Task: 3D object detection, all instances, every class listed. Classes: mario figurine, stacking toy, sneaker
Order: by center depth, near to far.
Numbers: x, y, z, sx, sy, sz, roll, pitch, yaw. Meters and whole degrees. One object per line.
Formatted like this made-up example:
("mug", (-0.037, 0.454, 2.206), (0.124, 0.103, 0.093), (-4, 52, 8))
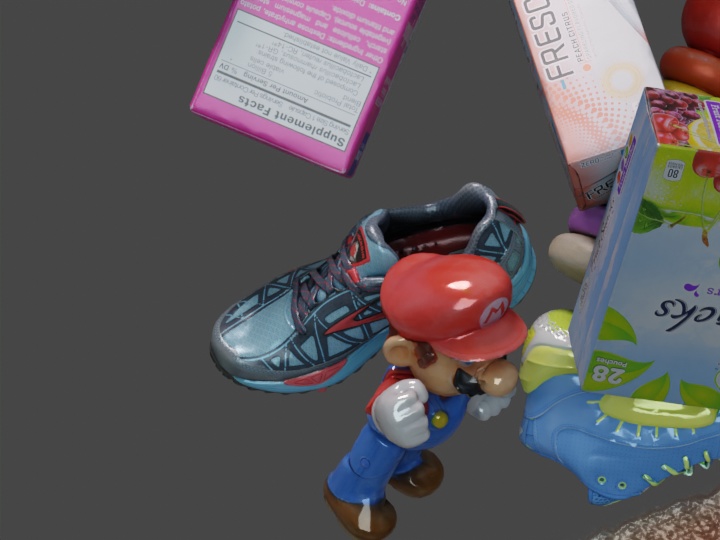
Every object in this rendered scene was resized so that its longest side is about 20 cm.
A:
("mario figurine", (0.048, 0.077, 1.624), (0.106, 0.124, 0.200), (10, 135, -11))
("sneaker", (0.000, 0.000, 1.670), (0.200, 0.096, 0.079), (-23, 57, -2))
("stacking toy", (0.187, -0.078, 1.683), (0.085, 0.085, 0.200), (25, 85, 3))
("sneaker", (0.185, 0.093, 1.690), (0.200, 0.076, 0.105), (17, 109, 2))

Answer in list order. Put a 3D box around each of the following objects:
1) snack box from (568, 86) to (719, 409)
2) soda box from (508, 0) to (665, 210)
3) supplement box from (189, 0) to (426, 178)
("snack box", (0.233, -0.003, 1.593), (0.200, 0.068, 0.169), (9, 123, -9))
("soda box", (0.126, -0.139, 1.648), (0.068, 0.064, 0.200), (-18, 64, 3))
("supplement box", (-0.015, -0.164, 1.675), (0.103, 0.101, 0.200), (24, 92, 2))
